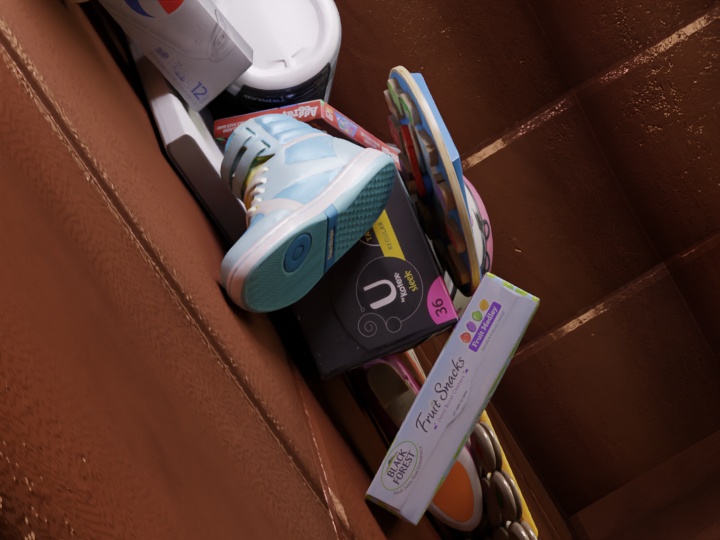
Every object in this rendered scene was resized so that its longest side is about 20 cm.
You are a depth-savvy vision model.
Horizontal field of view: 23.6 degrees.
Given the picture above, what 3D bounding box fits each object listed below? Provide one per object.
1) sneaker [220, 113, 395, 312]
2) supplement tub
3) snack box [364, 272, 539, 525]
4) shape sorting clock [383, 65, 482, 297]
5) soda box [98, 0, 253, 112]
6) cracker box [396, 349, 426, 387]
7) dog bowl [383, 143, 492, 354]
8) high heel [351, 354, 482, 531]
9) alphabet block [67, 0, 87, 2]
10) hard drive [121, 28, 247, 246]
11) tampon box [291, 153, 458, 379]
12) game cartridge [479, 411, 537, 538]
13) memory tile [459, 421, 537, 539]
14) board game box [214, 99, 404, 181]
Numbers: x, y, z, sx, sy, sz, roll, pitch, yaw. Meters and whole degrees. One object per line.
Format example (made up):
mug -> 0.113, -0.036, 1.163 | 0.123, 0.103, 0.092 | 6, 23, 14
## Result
sneaker -> -0.075, -0.049, 1.316 | 0.130, 0.200, 0.080 | 27, -50, 20
supplement tub -> -0.083, -0.183, 1.540 | 0.123, 0.122, 0.200 | 60, -12, 9
snack box -> 0.077, 0.101, 1.397 | 0.053, 0.201, 0.142 | 29, 1, 7
shape sorting clock -> 0.058, -0.073, 1.439 | 0.200, 0.039, 0.202 | 163, -90, -88
soda box -> -0.171, -0.225, 1.375 | 0.200, 0.063, 0.068 | 49, 9, -13
cracker box -> 0.006, 0.054, 1.825 | 0.134, 0.057, 0.200 | 58, 5, -37
dog bowl -> 0.043, -0.022, 1.656 | 0.073, 0.200, 0.201 | -4, 58, -46
high heel -> 0.054, 0.162, 1.683 | 0.200, 0.067, 0.096 | 53, -1, -12
alphabet block -> -0.197, -0.345, 1.218 | 0.196, 0.195, 0.200 | 63, 5, 22
hard drive -> -0.143, -0.117, 1.441 | 0.132, 0.027, 0.200 | 57, 4, -40
tampon box -> 0.000, 0.000, 1.477 | 0.200, 0.125, 0.151 | 48, 18, -88
game cartridge -> 0.124, 0.222, 1.797 | 0.200, 0.032, 0.177 | 100, -31, -71
memory tile -> 0.121, 0.233, 1.703 | 0.200, 0.017, 0.154 | 128, -57, -71
board game box -> -0.037, -0.105, 1.524 | 0.200, 0.102, 0.020 | 27, 56, -63
